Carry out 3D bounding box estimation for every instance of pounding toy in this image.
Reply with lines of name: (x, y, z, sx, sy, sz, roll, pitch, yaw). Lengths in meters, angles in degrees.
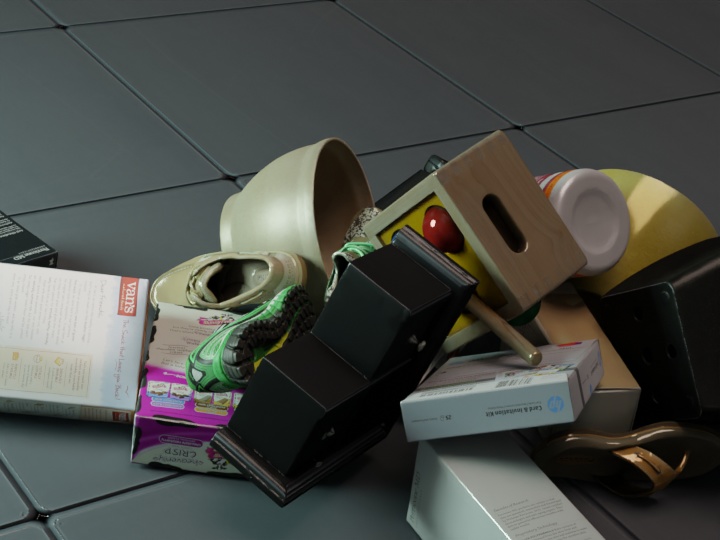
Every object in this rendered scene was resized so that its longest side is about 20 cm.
pounding toy: (0.115, -0.002, 1.495, 0.142, 0.184, 0.201, -33, 89, -32)

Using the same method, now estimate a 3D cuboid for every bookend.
bookend: (-0.012, 0.082, 1.386, 0.092, 0.201, 0.198, 38, 27, 16)

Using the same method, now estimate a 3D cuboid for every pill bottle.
pill bottle: (0.189, -0.045, 1.673, 0.112, 0.114, 0.199, -13, 4, -34)

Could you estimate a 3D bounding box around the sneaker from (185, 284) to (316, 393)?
sneaker: (-0.102, 0.066, 1.480, 0.084, 0.079, 0.200, -11, 5, 27)

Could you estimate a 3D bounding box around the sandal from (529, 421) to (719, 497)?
sandal: (0.265, 0.193, 1.508, 0.198, 0.081, 0.054, 1, 46, -14)

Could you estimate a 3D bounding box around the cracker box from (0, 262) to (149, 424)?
cracker box: (-0.309, 0.069, 1.483, 0.198, 0.058, 0.135, 7, 68, -6)

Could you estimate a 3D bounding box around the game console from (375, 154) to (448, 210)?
game console: (0.139, -0.048, 1.929, 0.175, 0.117, 0.200, 23, 13, -49)

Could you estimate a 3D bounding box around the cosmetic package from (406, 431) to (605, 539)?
cosmetic package: (0.129, 0.234, 1.357, 0.084, 0.109, 0.200, -12, 35, -28)

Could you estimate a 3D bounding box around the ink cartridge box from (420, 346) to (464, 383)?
ink cartridge box: (0.067, 0.044, 1.619, 0.109, 0.050, 0.200, 35, 64, 14)

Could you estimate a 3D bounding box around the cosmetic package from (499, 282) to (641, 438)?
cosmetic package: (0.215, 0.107, 1.605, 0.070, 0.106, 0.201, -1, 33, -16)

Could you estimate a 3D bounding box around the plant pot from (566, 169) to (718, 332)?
plant pot: (0.292, 0.008, 1.743, 0.199, 0.201, 0.142, 23, 57, 20)

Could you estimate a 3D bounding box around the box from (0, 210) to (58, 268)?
box: (-0.436, 0.007, 1.593, 0.141, 0.080, 0.199, 30, 35, 34)

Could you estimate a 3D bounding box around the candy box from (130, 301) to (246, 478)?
candy box: (-0.148, 0.116, 1.514, 0.135, 0.061, 0.201, 9, 31, -5)

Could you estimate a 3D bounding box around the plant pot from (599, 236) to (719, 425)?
plant pot: (0.363, 0.069, 1.563, 0.176, 0.202, 0.200, -12, -2, -25)

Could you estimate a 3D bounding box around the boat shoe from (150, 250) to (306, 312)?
boat shoe: (-0.152, 0.013, 1.604, 0.198, 0.073, 0.065, -8, -11, 34)

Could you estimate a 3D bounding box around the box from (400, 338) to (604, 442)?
box: (0.136, 0.109, 1.424, 0.154, 0.042, 0.200, -9, 7, 17)

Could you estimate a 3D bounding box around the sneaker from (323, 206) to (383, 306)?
sneaker: (0.000, 0.000, 1.560, 0.076, 0.089, 0.201, -3, 49, 14)

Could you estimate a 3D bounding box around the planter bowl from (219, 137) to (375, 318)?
planter bowl: (-0.073, -0.036, 1.694, 0.133, 0.202, 0.201, -8, 24, 20)
